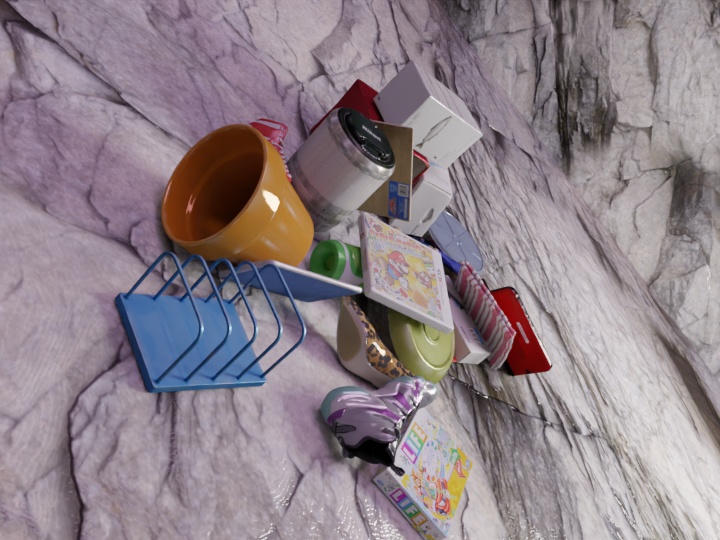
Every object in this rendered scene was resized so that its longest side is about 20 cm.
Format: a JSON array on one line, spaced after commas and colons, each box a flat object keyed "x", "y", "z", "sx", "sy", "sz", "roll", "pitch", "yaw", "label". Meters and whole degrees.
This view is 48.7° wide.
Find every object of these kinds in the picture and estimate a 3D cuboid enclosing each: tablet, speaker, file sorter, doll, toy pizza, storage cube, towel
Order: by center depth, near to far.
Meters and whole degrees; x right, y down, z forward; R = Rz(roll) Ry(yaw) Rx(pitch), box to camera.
[{"x": -0.190, "y": 0.063, "z": 1.043, "sx": 0.198, "sy": 0.123, "sz": 0.140, "roll": 6, "pitch": 48, "yaw": -52, "label": "file sorter"}, {"x": -0.106, "y": 0.018, "z": 1.229, "sx": 0.198, "sy": 0.129, "sz": 0.014, "roll": 19, "pitch": 67, "yaw": -45, "label": "tablet"}, {"x": 0.000, "y": 0.000, "z": 1.448, "sx": 0.198, "sy": 0.088, "sz": 0.089, "roll": 14, "pitch": 42, "yaw": -48, "label": "speaker"}, {"x": 0.250, "y": 0.093, "z": 1.660, "sx": 0.029, "sy": 0.147, "sz": 0.202, "roll": -22, "pitch": 62, "yaw": -17, "label": "towel"}, {"x": 0.017, "y": -0.266, "z": 1.717, "sx": 0.198, "sy": 0.171, "sz": 0.182, "roll": 26, "pitch": 34, "yaw": -37, "label": "storage cube"}, {"x": 0.142, "y": -0.042, "z": 1.718, "sx": 0.198, "sy": 0.049, "sz": 0.136, "roll": 28, "pitch": 1, "yaw": -16, "label": "doll"}, {"x": 0.222, "y": -0.066, "z": 1.921, "sx": 0.199, "sy": 0.032, "sz": 0.202, "roll": 35, "pitch": 31, "yaw": -25, "label": "toy pizza"}]

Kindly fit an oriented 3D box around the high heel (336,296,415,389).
[{"x": 0.033, "y": 0.135, "z": 1.327, "sx": 0.141, "sy": 0.071, "sz": 0.204, "roll": -5, "pitch": 74, "yaw": -51, "label": "high heel"}]

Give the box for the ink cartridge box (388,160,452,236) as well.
[{"x": 0.130, "y": -0.190, "z": 1.807, "sx": 0.086, "sy": 0.146, "sz": 0.202, "roll": 23, "pitch": 35, "yaw": -21, "label": "ink cartridge box"}]

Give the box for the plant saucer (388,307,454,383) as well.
[{"x": 0.122, "y": 0.109, "z": 1.471, "sx": 0.199, "sy": 0.031, "sz": 0.204, "roll": 27, "pitch": 55, "yaw": -46, "label": "plant saucer"}]

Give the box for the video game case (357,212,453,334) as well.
[{"x": 0.081, "y": 0.004, "z": 1.435, "sx": 0.198, "sy": 0.023, "sz": 0.184, "roll": 26, "pitch": 41, "yaw": -31, "label": "video game case"}]

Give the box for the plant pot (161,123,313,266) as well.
[{"x": -0.169, "y": -0.086, "z": 1.211, "sx": 0.183, "sy": 0.198, "sz": 0.203, "roll": 41, "pitch": 24, "yaw": -47, "label": "plant pot"}]

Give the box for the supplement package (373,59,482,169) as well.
[{"x": 0.142, "y": -0.321, "z": 1.660, "sx": 0.198, "sy": 0.117, "sz": 0.119, "roll": 22, "pitch": 36, "yaw": -45, "label": "supplement package"}]

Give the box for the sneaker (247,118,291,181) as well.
[{"x": -0.151, "y": -0.193, "z": 1.445, "sx": 0.112, "sy": 0.071, "sz": 0.201, "roll": -36, "pitch": 83, "yaw": -36, "label": "sneaker"}]

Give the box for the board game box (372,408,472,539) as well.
[{"x": 0.103, "y": 0.316, "z": 1.252, "sx": 0.135, "sy": 0.034, "sz": 0.200, "roll": 48, "pitch": 27, "yaw": -2, "label": "board game box"}]

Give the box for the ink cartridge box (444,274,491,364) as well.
[{"x": 0.166, "y": 0.094, "z": 1.621, "sx": 0.175, "sy": 0.045, "sz": 0.202, "roll": 10, "pitch": 46, "yaw": -53, "label": "ink cartridge box"}]

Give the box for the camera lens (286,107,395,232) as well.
[{"x": -0.044, "y": -0.191, "z": 1.498, "sx": 0.159, "sy": 0.200, "sz": 0.161, "roll": 35, "pitch": 30, "yaw": -24, "label": "camera lens"}]

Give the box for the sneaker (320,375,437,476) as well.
[{"x": 0.047, "y": 0.238, "z": 1.180, "sx": 0.196, "sy": 0.078, "sz": 0.141, "roll": -7, "pitch": 50, "yaw": -26, "label": "sneaker"}]

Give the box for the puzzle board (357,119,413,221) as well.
[{"x": 0.035, "y": -0.202, "z": 1.583, "sx": 0.148, "sy": 0.203, "sz": 0.017, "roll": 14, "pitch": 36, "yaw": 20, "label": "puzzle board"}]

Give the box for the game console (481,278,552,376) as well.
[{"x": 0.336, "y": 0.113, "z": 1.730, "sx": 0.118, "sy": 0.171, "sz": 0.202, "roll": -36, "pitch": 101, "yaw": -37, "label": "game console"}]
